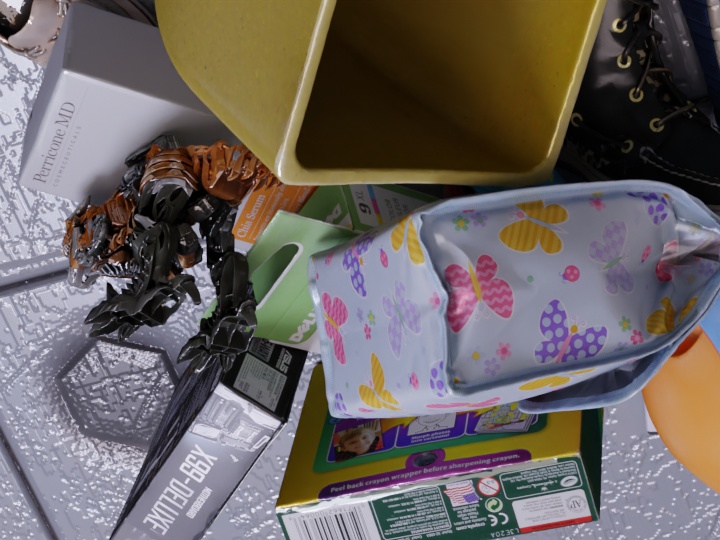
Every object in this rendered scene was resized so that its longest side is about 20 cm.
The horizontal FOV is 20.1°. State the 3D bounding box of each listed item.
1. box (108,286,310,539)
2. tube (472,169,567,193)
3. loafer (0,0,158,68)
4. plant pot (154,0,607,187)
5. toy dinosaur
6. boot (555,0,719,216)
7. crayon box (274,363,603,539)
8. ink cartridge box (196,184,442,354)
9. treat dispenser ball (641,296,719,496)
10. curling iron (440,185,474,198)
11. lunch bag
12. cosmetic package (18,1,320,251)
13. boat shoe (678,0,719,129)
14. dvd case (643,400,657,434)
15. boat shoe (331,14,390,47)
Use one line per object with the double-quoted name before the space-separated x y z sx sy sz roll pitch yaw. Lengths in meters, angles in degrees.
"box" -0.088 0.085 1.316 0.050 0.200 0.158 31 119 -8
"tube" 0.106 -0.042 1.250 0.077 0.051 0.200 8 159 37
"loafer" -0.217 -0.167 1.266 0.199 0.063 0.072 29 120 -9
"plant pot" -0.001 -0.173 1.078 0.195 0.200 0.195 -1 116 -41
"toy dinosaur" -0.107 -0.025 1.165 0.101 0.137 0.200 10 153 -23
"boot" 0.165 -0.124 1.190 0.203 0.073 0.155 28 126 39
"crayon box" 0.057 0.109 1.325 0.199 0.173 0.059 -12 116 15
"ink cartridge box" 0.000 0.000 1.261 0.199 0.060 0.104 14 130 -34
"treat dispenser ball" 0.266 0.049 1.223 0.199 0.201 0.202 4 121 6
"curling iron" 0.075 -0.046 1.317 0.049 0.026 0.201 -7 119 15
"lunch bag" 0.094 0.019 1.143 0.199 0.169 0.128 -10 86 -25
"cosmetic package" -0.102 -0.082 1.265 0.199 0.072 0.102 16 132 -16
"boat shoe" 0.234 -0.156 1.212 0.072 0.072 0.201 -20 111 -4
"dvd case" 0.252 0.019 1.336 0.142 0.018 0.201 -3 119 11
"boat shoe" 0.012 -0.134 1.218 0.198 0.069 0.057 10 104 5
